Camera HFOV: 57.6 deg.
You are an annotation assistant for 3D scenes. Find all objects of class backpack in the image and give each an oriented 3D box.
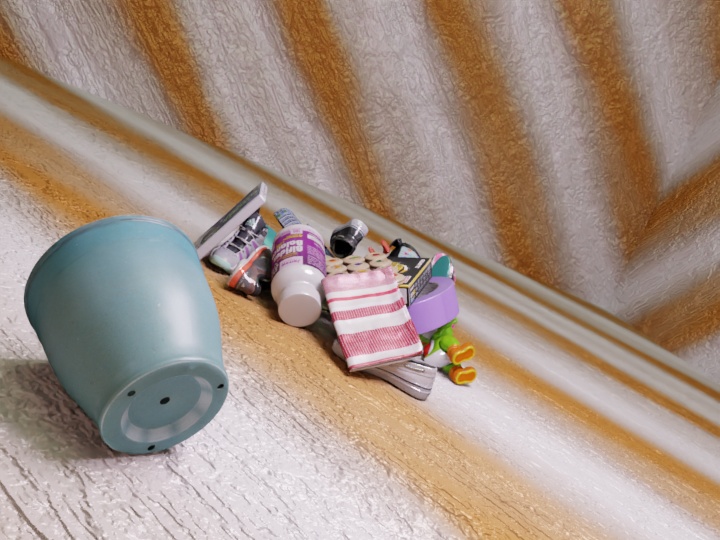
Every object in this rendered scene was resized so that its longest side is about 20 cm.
[{"bbox_3d":[0.095,0.028,1.636,0.124,0.170,0.200,23,20,1],"label":"backpack"}]

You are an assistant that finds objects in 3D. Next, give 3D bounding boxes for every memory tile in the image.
[{"bbox_3d":[0.000,0.000,1.339,0.149,0.017,0.200,-7,18,-10],"label":"memory tile"}]

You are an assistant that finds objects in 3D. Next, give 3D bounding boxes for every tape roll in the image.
[{"bbox_3d":[0.109,0.077,1.395,0.196,0.067,0.200,-15,12,3],"label":"tape roll"}]

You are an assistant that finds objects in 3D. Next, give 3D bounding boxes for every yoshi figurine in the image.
[{"bbox_3d":[0.184,0.155,1.398,0.111,0.113,0.200,35,2,-33],"label":"yoshi figurine"}]

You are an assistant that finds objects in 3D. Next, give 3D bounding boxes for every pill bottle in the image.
[{"bbox_3d":[-0.121,0.010,1.283,0.110,0.113,0.202,19,35,-21],"label":"pill bottle"}]

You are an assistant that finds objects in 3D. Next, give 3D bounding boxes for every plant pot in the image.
[{"bbox_3d":[-0.234,0.080,0.701,0.198,0.202,0.189,11,32,-47],"label":"plant pot"}]

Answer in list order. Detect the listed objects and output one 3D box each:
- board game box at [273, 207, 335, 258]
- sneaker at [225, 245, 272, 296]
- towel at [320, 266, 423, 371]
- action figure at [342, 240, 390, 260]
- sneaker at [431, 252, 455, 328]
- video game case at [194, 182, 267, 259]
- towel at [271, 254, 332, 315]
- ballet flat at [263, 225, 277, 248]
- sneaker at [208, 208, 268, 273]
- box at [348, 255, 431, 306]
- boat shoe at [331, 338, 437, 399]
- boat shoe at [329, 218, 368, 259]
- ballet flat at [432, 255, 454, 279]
[{"bbox_3d":[-0.109,-0.044,1.599,0.200,0.061,0.201,48,-7,46],"label":"board game box"},{"bbox_3d":[-0.208,0.012,1.340,0.081,0.078,0.200,38,20,-1],"label":"sneaker"},{"bbox_3d":[0.019,0.081,1.181,0.141,0.023,0.203,-9,52,-14],"label":"towel"},{"bbox_3d":[-0.002,-0.021,1.598,0.065,0.201,0.100,-26,70,-32],"label":"action figure"},{"bbox_3d":[0.194,0.057,1.657,0.072,0.205,0.087,-6,6,-18],"label":"sneaker"},{"bbox_3d":[-0.278,-0.105,1.392,0.023,0.199,0.182,48,5,-17],"label":"video game case"},{"bbox_3d":[-0.118,0.013,1.416,0.145,0.037,0.202,19,33,-16],"label":"towel"},{"bbox_3d":[-0.194,-0.036,1.533,0.199,0.071,0.070,38,16,20],"label":"ballet flat"},{"bbox_3d":[-0.252,-0.076,1.410,0.077,0.142,0.200,29,12,1],"label":"sneaker"},{"bbox_3d":[0.054,0.019,1.380,0.156,0.051,0.200,1,17,20],"label":"box"},{"bbox_3d":[0.047,0.156,1.182,0.197,0.068,0.074,25,11,7],"label":"boat shoe"},{"bbox_3d":[-0.044,-0.065,1.562,0.072,0.071,0.200,40,-21,-2],"label":"boat shoe"},{"bbox_3d":[0.186,0.066,1.578,0.073,0.204,0.074,21,-10,4],"label":"ballet flat"}]
